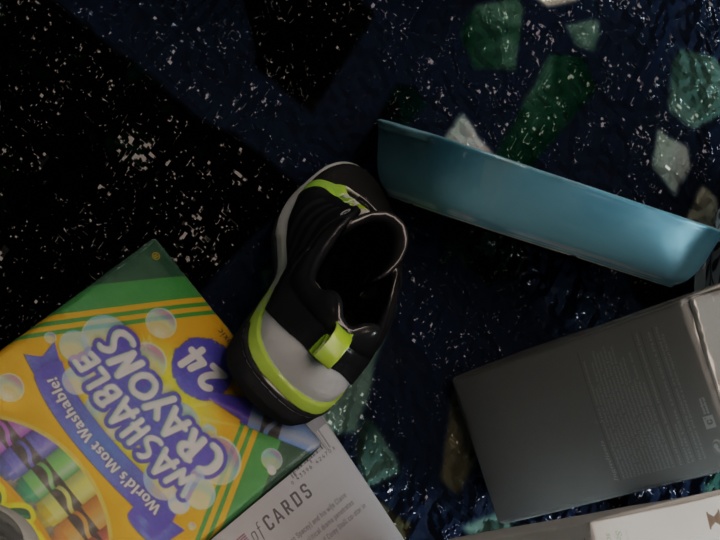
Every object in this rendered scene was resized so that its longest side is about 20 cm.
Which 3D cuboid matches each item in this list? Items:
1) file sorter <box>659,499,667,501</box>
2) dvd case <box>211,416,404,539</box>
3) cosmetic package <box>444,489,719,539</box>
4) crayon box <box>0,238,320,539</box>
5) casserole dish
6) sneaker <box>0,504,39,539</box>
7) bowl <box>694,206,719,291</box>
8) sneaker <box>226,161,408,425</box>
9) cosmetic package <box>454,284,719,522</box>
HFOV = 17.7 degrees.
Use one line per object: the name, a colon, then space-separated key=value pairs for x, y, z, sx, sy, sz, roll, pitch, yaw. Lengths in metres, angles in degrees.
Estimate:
file sorter: x=0.206 y=0.169 z=1.131 sx=0.200 sy=0.138 sz=0.124 roll=14 pitch=68 yaw=-75
dvd case: x=-0.020 y=0.191 z=1.115 sx=0.150 sy=0.025 sz=0.201 roll=-37 pitch=97 yaw=-32
cosmetic package: x=0.085 y=0.165 z=1.029 sx=0.084 sy=0.200 sz=0.108 roll=-7 pitch=81 yaw=-32
crayon box: x=-0.131 y=0.093 z=1.044 sx=0.200 sy=0.052 sz=0.126 roll=-38 pitch=86 yaw=-31
casserole dish: x=0.093 y=-0.032 z=1.190 sx=0.199 sy=0.121 sz=0.039 roll=17 pitch=92 yaw=-27
sneaker: x=-0.228 y=0.109 z=0.926 sx=0.198 sy=0.116 sz=0.076 roll=1 pitch=82 yaw=-5
bowl: x=0.245 y=0.010 z=1.263 sx=0.200 sy=0.094 sz=0.202 roll=9 pitch=78 yaw=-46
sneaker: x=0.000 y=0.000 z=1.103 sx=0.072 sy=0.083 sz=0.200 roll=40 pitch=31 yaw=-15
cosmetic package: x=0.147 y=0.060 z=1.136 sx=0.106 sy=0.200 sz=0.091 roll=-17 pitch=89 yaw=-35
